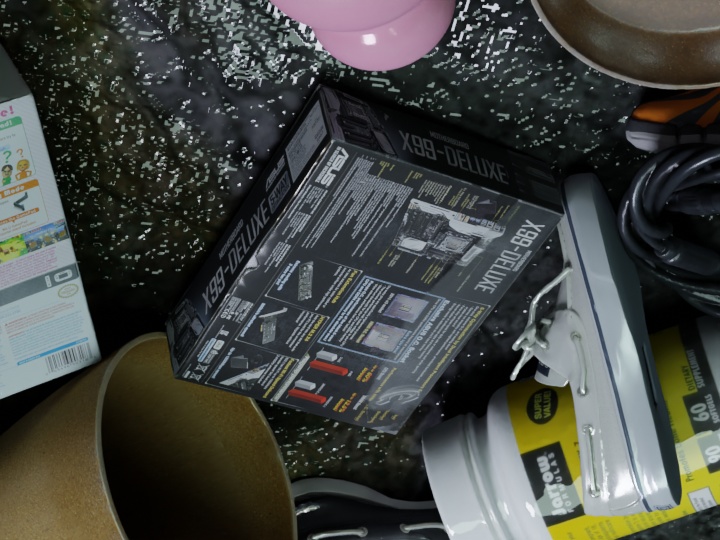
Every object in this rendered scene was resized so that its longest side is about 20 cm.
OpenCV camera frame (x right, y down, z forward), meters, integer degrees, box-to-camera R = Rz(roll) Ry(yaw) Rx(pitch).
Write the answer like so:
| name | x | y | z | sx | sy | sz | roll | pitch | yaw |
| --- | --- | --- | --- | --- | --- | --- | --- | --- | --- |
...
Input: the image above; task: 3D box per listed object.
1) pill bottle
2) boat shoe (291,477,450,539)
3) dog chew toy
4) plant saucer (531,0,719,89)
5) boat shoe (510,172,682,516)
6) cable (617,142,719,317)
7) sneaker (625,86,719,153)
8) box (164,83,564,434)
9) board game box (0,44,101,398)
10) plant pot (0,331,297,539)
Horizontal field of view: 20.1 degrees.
| name | x | y | z | sx | sy | sz | roll | pitch | yaw |
| --- | --- | --- | --- | --- | --- | --- | --- | --- | --- |
| pill bottle | 0.148 | 0.112 | 1.274 | 0.200 | 0.114 | 0.114 | -21 | 131 | 10 |
| boat shoe | 0.040 | 0.186 | 1.360 | 0.200 | 0.060 | 0.074 | 13 | 127 | -18 |
| dog chew toy | -0.009 | -0.176 | 1.000 | 0.124 | 0.125 | 0.200 | -18 | 139 | 9 |
| plant saucer | 0.176 | -0.180 | 1.013 | 0.200 | 0.035 | 0.200 | -4 | 134 | -4 |
| boat shoe | 0.125 | 0.048 | 1.195 | 0.086 | 0.075 | 0.202 | -13 | 93 | 17 |
| cable | 0.223 | -0.006 | 1.149 | 0.163 | 0.051 | 0.200 | 14 | 157 | 5 |
| sneaker | 0.243 | -0.114 | 1.120 | 0.200 | 0.112 | 0.078 | 1 | 178 | 30 |
| box | 0.000 | 0.000 | 1.190 | 0.157 | 0.050 | 0.200 | 16 | 127 | -27 |
| board game box | -0.238 | -0.012 | 1.121 | 0.147 | 0.064 | 0.200 | -21 | 135 | -15 |
| plant pot | -0.172 | 0.158 | 1.247 | 0.200 | 0.187 | 0.186 | -23 | 131 | 29 |
